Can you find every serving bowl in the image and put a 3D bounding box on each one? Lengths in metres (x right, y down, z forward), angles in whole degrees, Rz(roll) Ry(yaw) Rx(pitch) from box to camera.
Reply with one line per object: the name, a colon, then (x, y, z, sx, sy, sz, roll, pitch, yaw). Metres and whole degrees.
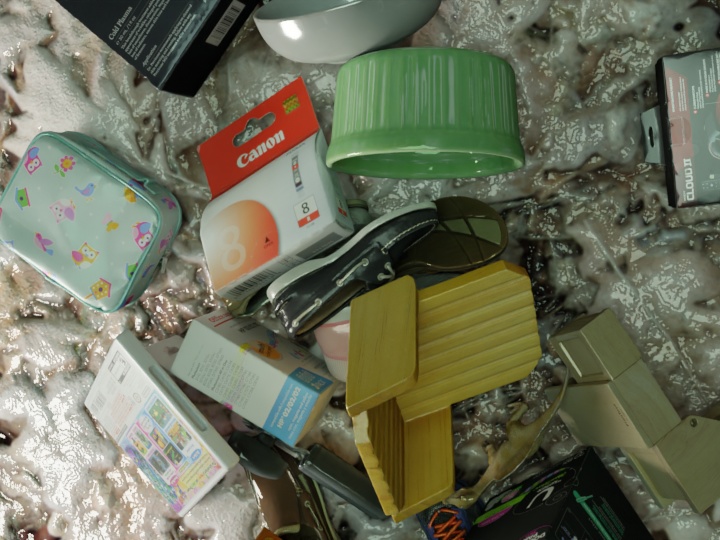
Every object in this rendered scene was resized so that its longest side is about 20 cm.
serving bowl: (-0.005, -0.254, 0.952, 0.197, 0.201, 0.067, -10, 115, 13)

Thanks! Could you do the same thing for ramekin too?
ramekin: (0.064, -0.152, 0.939, 0.197, 0.200, 0.099, 0, 88, 12)

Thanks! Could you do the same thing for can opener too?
can opener: (-0.054, 0.223, 1.053, 0.198, 0.053, 0.067, 30, 73, -6)

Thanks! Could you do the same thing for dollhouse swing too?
dollhouse swing: (0.095, 0.119, 0.932, 0.173, 0.183, 0.202, -8, 134, 10)

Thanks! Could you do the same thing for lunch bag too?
lunch bag: (-0.306, -0.059, 1.086, 0.199, 0.077, 0.162, 33, 100, 7)

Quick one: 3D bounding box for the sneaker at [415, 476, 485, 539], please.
sneaker: (0.116, 0.307, 1.030, 0.075, 0.078, 0.202, -32, 88, 12)

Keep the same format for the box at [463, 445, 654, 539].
box: (0.184, 0.293, 0.936, 0.148, 0.200, 0.125, -36, 88, 30)

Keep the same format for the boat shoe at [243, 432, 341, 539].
boat shoe: (-0.075, 0.277, 1.069, 0.074, 0.075, 0.204, -33, 88, 13)

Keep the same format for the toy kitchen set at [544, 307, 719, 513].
toy kitchen set: (0.306, 0.107, 0.968, 0.179, 0.163, 0.201, -33, 88, -14)

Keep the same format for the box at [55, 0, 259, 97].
box: (-0.210, -0.326, 1.024, 0.182, 0.104, 0.201, 40, 102, 5)

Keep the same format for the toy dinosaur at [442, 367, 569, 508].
toy dinosaur: (0.169, 0.180, 0.992, 0.058, 0.101, 0.201, 40, 106, 1)

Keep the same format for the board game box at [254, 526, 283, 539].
board game box: (-0.097, 0.445, 0.994, 0.199, 0.200, 0.201, 33, 129, 7)

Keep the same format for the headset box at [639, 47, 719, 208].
headset box: (0.378, -0.144, 0.929, 0.197, 0.075, 0.151, -7, 94, 13)

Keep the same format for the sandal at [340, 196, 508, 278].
sandal: (0.068, -0.025, 1.020, 0.198, 0.054, 0.082, -15, 69, 29)

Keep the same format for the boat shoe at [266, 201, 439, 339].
boat shoe: (0.000, 0.000, 0.968, 0.198, 0.074, 0.061, -29, 69, 0)

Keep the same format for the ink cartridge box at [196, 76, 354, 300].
ink cartridge box: (-0.105, -0.093, 1.005, 0.161, 0.050, 0.202, -29, 67, 22)

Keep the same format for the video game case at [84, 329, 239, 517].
video game case: (-0.228, 0.177, 1.059, 0.182, 0.024, 0.200, 48, 143, 4)

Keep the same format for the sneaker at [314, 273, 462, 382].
sneaker: (0.048, 0.068, 1.027, 0.197, 0.075, 0.106, -10, 105, 8)

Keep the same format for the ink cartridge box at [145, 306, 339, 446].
ink cartridge box: (-0.129, 0.101, 1.043, 0.198, 0.115, 0.069, 29, 100, 8)

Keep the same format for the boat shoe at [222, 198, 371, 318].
boat shoe: (-0.069, -0.010, 1.035, 0.198, 0.074, 0.069, -27, 69, 24)
